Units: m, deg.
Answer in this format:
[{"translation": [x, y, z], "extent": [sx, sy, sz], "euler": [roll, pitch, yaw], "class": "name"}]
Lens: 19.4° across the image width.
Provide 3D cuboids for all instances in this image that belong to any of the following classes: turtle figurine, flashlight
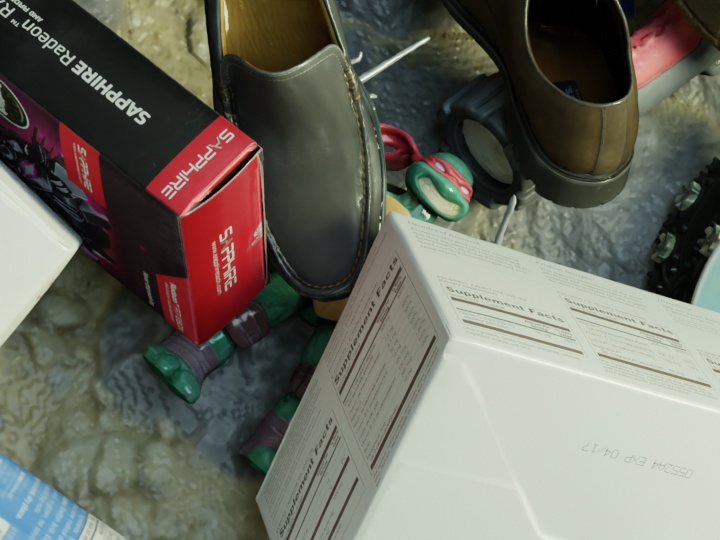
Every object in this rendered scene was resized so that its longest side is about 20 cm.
[{"translation": [0.000, 0.000, 0.977], "extent": [0.150, 0.101, 0.200], "euler": [41, 83, 10], "class": "turtle figurine"}, {"translation": [0.130, -0.107, 1.066], "extent": [0.200, 0.068, 0.068], "euler": [-37, 76, -23], "class": "flashlight"}]

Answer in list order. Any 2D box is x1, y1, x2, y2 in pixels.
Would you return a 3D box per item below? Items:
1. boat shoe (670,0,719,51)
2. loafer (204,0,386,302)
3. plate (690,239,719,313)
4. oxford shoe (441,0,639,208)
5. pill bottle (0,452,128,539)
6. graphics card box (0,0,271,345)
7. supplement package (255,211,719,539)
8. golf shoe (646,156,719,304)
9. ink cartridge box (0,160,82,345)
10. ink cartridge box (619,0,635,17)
[{"translation": [0.179, -0.173, 1.047], "extent": [0.200, 0.072, 0.076], "euler": [44, 45, 10], "class": "boat shoe"}, {"translation": [-0.035, -0.083, 0.901], "extent": [0.073, 0.072, 0.201], "euler": [-14, 93, 5], "class": "loafer"}, {"translation": [0.241, 0.049, 0.952], "extent": [0.026, 0.200, 0.201], "euler": [-17, 82, -54], "class": "plate"}, {"translation": [0.087, -0.134, 0.992], "extent": [0.072, 0.085, 0.200], "euler": [-14, 58, -17], "class": "oxford shoe"}, {"translation": [-0.119, 0.167, 0.887], "extent": [0.200, 0.112, 0.112], "euler": [37, 68, -9], "class": "pill bottle"}, {"translation": [-0.128, -0.065, 0.897], "extent": [0.200, 0.126, 0.051], "euler": [39, 70, 16], "class": "graphics card box"}, {"translation": [0.081, 0.089, 0.907], "extent": [0.199, 0.111, 0.156], "euler": [16, 113, -22], "class": "supplement package"}, {"translation": [0.188, 0.018, 1.059], "extent": [0.088, 0.077, 0.200], "euler": [30, 78, -18], "class": "golf shoe"}, {"translation": [-0.204, 0.037, 0.836], "extent": [0.083, 0.147, 0.200], "euler": [41, 88, -6], "class": "ink cartridge box"}, {"translation": [0.055, -0.189, 1.077], "extent": [0.199, 0.037, 0.095], "euler": [5, 75, -21], "class": "ink cartridge box"}]
